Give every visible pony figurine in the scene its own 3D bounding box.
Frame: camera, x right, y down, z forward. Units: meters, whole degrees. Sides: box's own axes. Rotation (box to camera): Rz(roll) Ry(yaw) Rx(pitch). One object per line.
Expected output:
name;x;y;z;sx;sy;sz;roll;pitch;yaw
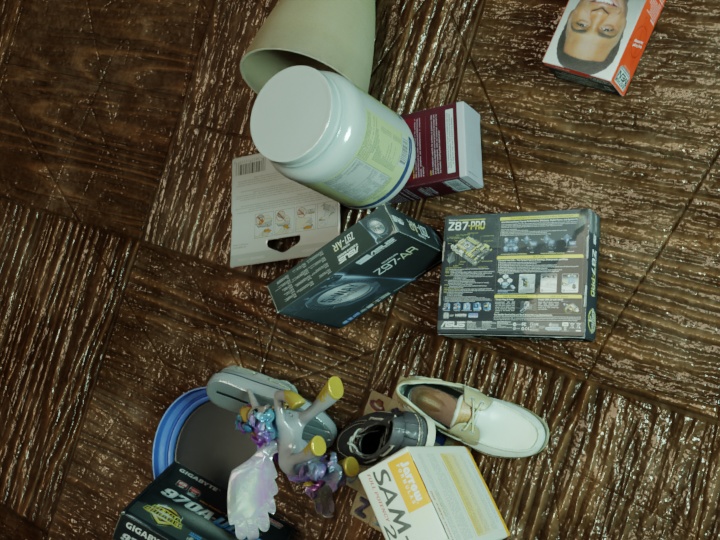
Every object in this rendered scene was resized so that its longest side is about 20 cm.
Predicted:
pony figurine;-0.087;0.238;1.248;0.200;0.166;0.194;-21;79;50

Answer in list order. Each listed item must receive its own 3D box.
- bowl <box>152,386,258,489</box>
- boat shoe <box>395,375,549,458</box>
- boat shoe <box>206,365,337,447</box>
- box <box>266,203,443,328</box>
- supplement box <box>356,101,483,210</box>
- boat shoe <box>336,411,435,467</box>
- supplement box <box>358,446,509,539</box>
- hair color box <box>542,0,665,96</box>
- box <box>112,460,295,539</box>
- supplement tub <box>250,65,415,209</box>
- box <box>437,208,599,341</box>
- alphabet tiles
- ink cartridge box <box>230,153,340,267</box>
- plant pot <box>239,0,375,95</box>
bowl;-0.220;0.273;1.421;0.200;0.039;0.201;-7;76;30
boat shoe;0.134;0.184;1.206;0.199;0.068;0.075;14;81;26
boat shoe;-0.116;0.181;1.359;0.199;0.067;0.074;25;123;10
box;0.000;0.000;1.279;0.200;0.160;0.044;-34;65;20
supplement box;0.066;-0.155;1.331;0.199;0.061;0.109;-8;75;29
boat shoe;0.015;0.211;1.237;0.200;0.063;0.073;-21;60;55
supplement box;0.090;0.278;1.134;0.073;0.200;0.126;-32;68;18
hair color box;0.321;-0.334;1.218;0.101;0.061;0.201;24;93;31
box;-0.204;0.350;1.283;0.200;0.159;0.046;28;109;8
supplement tub;-0.034;-0.169;1.240;0.145;0.200;0.146;-8;74;30
box;0.198;0.007;1.224;0.199;0.049;0.162;-2;80;31
alphabet tiles;0.059;0.251;1.279;0.166;0.006;0.201;20;90;33
ink cartridge box;-0.102;-0.096;1.430;0.199;0.044;0.174;-7;76;29
plant pot;-0.052;-0.347;1.391;0.187;0.187;0.201;8;69;32
